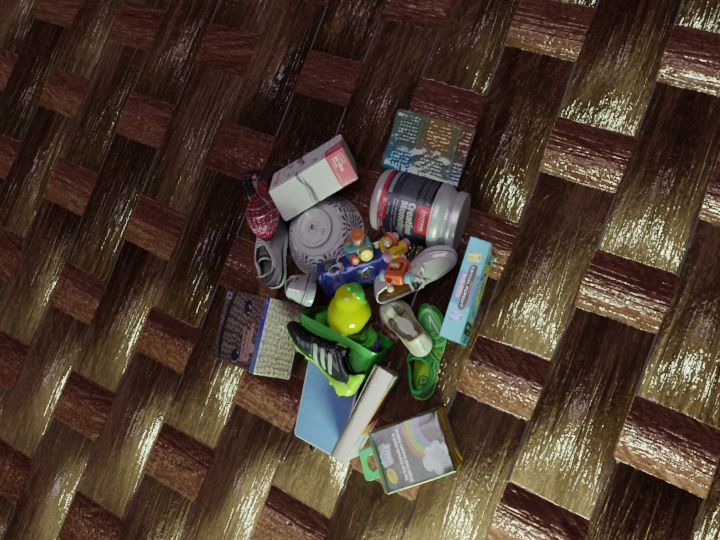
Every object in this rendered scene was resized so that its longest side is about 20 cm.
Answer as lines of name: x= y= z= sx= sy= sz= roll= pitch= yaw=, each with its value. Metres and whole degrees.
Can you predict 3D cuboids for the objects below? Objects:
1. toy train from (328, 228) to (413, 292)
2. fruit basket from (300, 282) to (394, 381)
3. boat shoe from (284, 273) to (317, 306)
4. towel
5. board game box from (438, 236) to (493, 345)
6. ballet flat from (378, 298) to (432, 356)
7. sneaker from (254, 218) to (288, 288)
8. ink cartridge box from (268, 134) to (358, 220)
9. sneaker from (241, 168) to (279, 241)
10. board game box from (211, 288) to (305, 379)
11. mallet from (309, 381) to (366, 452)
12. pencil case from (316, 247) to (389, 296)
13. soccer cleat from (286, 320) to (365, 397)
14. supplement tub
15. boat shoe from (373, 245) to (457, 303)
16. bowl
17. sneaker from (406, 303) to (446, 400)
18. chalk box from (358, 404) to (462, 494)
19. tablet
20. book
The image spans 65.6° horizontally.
toy train: x=0.028 y=-0.033 z=1.166 sx=0.195 sy=0.057 sz=0.151 roll=8 pitch=44 yaw=28
fruit basket: x=-0.026 y=0.116 z=1.213 sx=0.209 sy=0.155 sz=0.223 roll=2 pitch=95 yaw=22
boat shoe: x=-0.135 y=0.034 z=1.236 sx=0.065 sy=0.200 sz=0.076 roll=19 pitch=86 yaw=-8
towel: x=0.156 y=-0.284 z=1.300 sx=0.195 sy=0.022 sz=0.151 roll=19 pitch=87 yaw=17
board game box: x=0.223 y=0.048 z=1.152 sx=0.046 sy=0.151 sz=0.206 roll=17 pitch=86 yaw=18
ballet flat: x=0.084 y=0.104 z=1.184 sx=0.070 sy=0.069 sz=0.200 roll=-50 pitch=40 yaw=3
sneaker: x=-0.221 y=-0.062 z=1.343 sx=0.074 sy=0.080 sz=0.206 roll=-17 pitch=69 yaw=18
ink cartridge box: x=-0.108 y=-0.217 z=1.294 sx=0.196 sy=0.147 sz=0.084 roll=-28 pitch=114 yaw=9
sneaker: x=-0.229 y=-0.151 z=1.327 sx=0.078 sy=0.076 sz=0.204 roll=-14 pitch=54 yaw=-2
board game box: x=-0.233 y=0.139 z=1.260 sx=0.197 sy=0.095 sz=0.164 roll=5 pitch=81 yaw=49
mallet: x=-0.043 y=0.330 z=1.242 sx=0.065 sy=0.041 sz=0.203 roll=35 pitch=96 yaw=36
pencil case: x=0.000 y=0.000 z=1.253 sx=0.194 sy=0.088 sz=0.079 roll=-14 pitch=47 yaw=3
soccer cleat: x=-0.071 y=0.168 z=1.151 sx=0.200 sy=0.067 sz=0.081 roll=45 pitch=103 yaw=11
supplement tub: x=0.129 y=-0.131 z=1.218 sx=0.195 sy=0.140 sz=0.144 roll=18 pitch=86 yaw=19
boat shoe: x=0.115 y=0.015 z=1.174 sx=0.195 sy=0.072 sz=0.071 roll=-23 pitch=30 yaw=16
bowl: x=-0.095 y=-0.089 z=1.304 sx=0.195 sy=0.094 sz=0.208 roll=-3 pitch=80 yaw=17
sneaker: x=0.142 y=0.173 z=1.191 sx=0.072 sy=0.083 sz=0.207 roll=4 pitch=81 yaw=17
chalk box: x=0.095 y=0.372 z=1.151 sx=0.195 sy=0.124 sz=0.128 roll=-21 pitch=76 yaw=13
tablet: x=-0.075 y=0.297 z=1.212 sx=0.127 sy=0.014 sz=0.206 roll=21 pitch=110 yaw=22
book: x=0.019 y=0.302 z=1.181 sx=0.047 sy=0.133 sz=0.204 roll=28 pitch=88 yaw=19
